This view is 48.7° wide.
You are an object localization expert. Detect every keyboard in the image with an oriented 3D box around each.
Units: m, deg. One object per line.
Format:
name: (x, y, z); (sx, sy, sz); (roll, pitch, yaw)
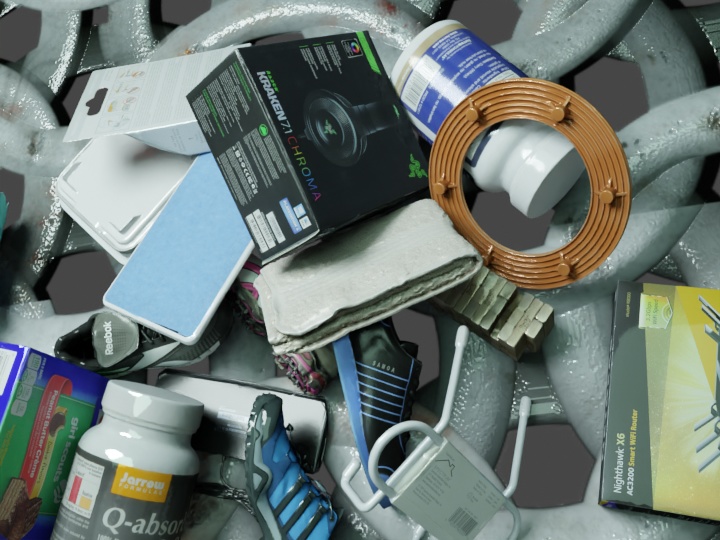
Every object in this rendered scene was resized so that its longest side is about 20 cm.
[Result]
keyboard: (-0.132, 0.175, 0.806); (0.197, 0.021, 0.129); (8, 71, 17)

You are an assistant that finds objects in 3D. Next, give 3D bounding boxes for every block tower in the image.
block tower: (0.093, 0.013, 0.789); (0.199, 0.058, 0.054); (33, 80, 23)

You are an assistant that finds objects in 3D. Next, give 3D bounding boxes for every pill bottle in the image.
pill bottle: (0.130, -0.152, 0.808); (0.116, 0.116, 0.200); (-42, 68, -4)
pill bottle: (-0.218, 0.212, 0.745); (0.115, 0.116, 0.203); (13, 84, 18)

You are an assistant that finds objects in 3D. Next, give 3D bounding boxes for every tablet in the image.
tablet: (-0.162, -0.030, 0.801); (0.129, 0.014, 0.201); (19, 68, 28)

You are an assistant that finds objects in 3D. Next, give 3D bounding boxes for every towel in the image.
towel: (0.000, 0.000, 0.730); (0.198, 0.035, 0.133); (-24, 32, -2)

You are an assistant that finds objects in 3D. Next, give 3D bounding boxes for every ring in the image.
ring: (0.149, -0.075, 0.736); (0.199, 0.202, 0.019); (28, 36, 22)

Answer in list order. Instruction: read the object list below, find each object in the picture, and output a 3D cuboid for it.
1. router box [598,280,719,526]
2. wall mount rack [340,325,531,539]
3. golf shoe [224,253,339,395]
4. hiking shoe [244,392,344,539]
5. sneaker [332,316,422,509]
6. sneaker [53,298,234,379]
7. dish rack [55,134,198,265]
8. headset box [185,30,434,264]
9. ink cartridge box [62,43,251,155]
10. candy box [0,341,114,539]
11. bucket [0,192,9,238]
router box: (0.298, 0.117, 0.702); (0.155, 0.052, 0.202); (5, 71, 16)
wall mount rack: (0.082, 0.159, 0.695); (0.174, 0.200, 0.074); (-47, 32, -4)
golf shoe: (-0.080, 0.031, 0.823); (0.092, 0.073, 0.200); (-37, 73, -20)
hiking shoe: (-0.060, 0.210, 0.736); (0.086, 0.074, 0.203); (-7, 93, -5)
sneaker: (0.026, 0.116, 0.740); (0.077, 0.070, 0.203); (-14, 90, 3)
sneaker: (-0.227, 0.070, 0.813); (0.198, 0.090, 0.067); (-15, 76, 16)
dish rack: (-0.258, -0.123, 0.933); (0.171, 0.044, 0.200); (38, 83, 22)
headset box: (-0.038, -0.126, 0.774); (0.092, 0.199, 0.176); (-24, 90, 43)
ink cartridge box: (-0.215, -0.186, 0.898); (0.197, 0.057, 0.164); (-12, 41, 7)
candy box: (-0.309, 0.171, 0.751); (0.076, 0.200, 0.171); (9, 74, 15)
bucket: (-0.497, -0.026, 0.874); (0.204, 0.207, 0.137); (0, 80, 14)
